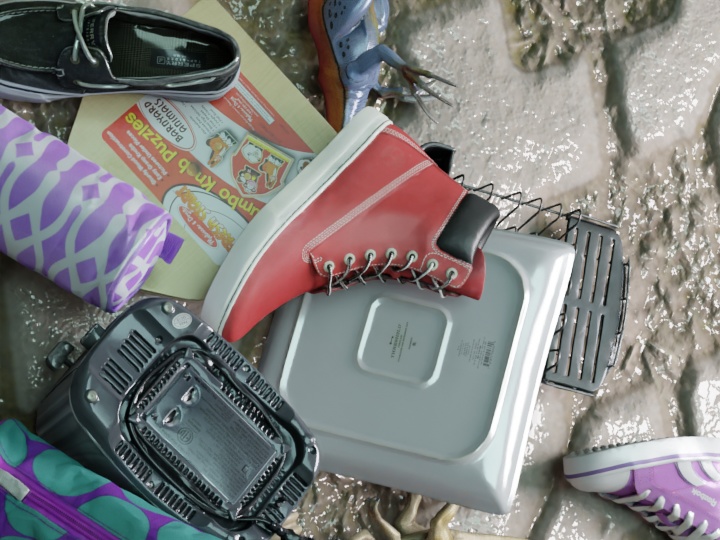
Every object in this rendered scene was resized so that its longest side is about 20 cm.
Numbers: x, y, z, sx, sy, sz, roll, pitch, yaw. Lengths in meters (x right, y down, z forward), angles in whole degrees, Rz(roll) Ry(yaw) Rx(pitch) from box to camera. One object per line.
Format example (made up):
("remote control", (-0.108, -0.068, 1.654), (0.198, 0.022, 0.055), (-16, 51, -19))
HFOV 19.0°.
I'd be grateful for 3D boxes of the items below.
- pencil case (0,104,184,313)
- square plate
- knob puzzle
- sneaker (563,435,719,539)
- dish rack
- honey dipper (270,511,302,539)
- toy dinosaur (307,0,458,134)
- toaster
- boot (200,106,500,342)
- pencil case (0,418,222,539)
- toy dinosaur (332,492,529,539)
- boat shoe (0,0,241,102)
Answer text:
("pencil case", (-0.216, -0.054, 1.386), (0.200, 0.085, 0.084), (35, 106, 5))
("square plate", (0.030, 0.050, 1.484), (0.198, 0.028, 0.201), (13, 74, 11))
("knob puzzle", (-0.119, -0.063, 1.490), (0.219, 0.030, 0.220), (3, 76, -14))
("sneaker", (0.242, 0.182, 1.604), (0.200, 0.073, 0.115), (3, 80, -27))
("dish rack", (0.110, 0.006, 1.576), (0.199, 0.055, 0.154), (16, 73, -16))
("honey dipper", (-0.033, 0.264, 1.462), (0.038, 0.038, 0.201), (-15, 88, -29))
("toy dinosaur", (-0.007, -0.152, 1.567), (0.200, 0.105, 0.182), (22, 79, 18))
("toaster", (-0.118, 0.114, 1.396), (0.200, 0.129, 0.114), (44, 64, -12))
("boot", (0.000, 0.000, 1.440), (0.144, 0.072, 0.200), (39, 68, 9))
("pencil case", (-0.157, 0.169, 1.307), (0.200, 0.092, 0.085), (25, 73, 24))
("toy dinosaur", (0.047, 0.194, 1.519), (0.200, 0.058, 0.101), (-15, 101, -29))
("boat shoe", (-0.176, -0.155, 1.444), (0.199, 0.071, 0.072), (0, 76, -14))
